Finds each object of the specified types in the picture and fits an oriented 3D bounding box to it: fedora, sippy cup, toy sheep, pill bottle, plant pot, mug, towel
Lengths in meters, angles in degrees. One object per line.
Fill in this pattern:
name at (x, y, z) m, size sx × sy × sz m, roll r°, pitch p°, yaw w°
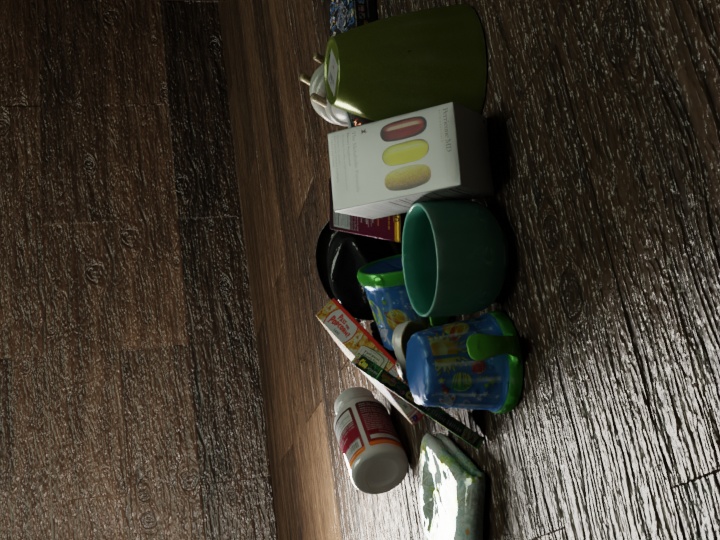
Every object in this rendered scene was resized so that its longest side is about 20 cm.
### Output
fedora at (0.000, 0.000, 1.614) m, size 0.092 × 0.197 × 0.204 m, roll -53°, pitch -33°, yaw -68°
sippy cup at (0.073, 0.051, 1.471) m, size 0.178 × 0.137 × 0.133 m, roll -57°, pitch -44°, yaw -75°
toy sheep at (-0.037, -0.341, 1.803) m, size 0.201 × 0.136 × 0.139 m, roll -110°, pitch 23°, yaw -49°
sippy cup at (0.132, 0.127, 1.265) m, size 0.140 × 0.128 × 0.180 m, roll -114°, pitch 26°, yaw -51°
pill bottle at (0.013, 0.315, 1.789) m, size 0.201 × 0.111 × 0.115 m, roll -115°, pitch 26°, yaw -55°
plant pot at (0.053, -0.281, 1.342) m, size 0.187 × 0.197 × 0.191 m, roll 176°, pitch 90°, yaw -75°
mug at (0.127, -0.025, 1.283) m, size 0.186 × 0.112 × 0.154 m, roll -114°, pitch 25°, yaw -55°
towel at (0.138, 0.361, 1.452) m, size 0.200 × 0.047 × 0.174 m, roll -144°, pitch 52°, yaw -71°

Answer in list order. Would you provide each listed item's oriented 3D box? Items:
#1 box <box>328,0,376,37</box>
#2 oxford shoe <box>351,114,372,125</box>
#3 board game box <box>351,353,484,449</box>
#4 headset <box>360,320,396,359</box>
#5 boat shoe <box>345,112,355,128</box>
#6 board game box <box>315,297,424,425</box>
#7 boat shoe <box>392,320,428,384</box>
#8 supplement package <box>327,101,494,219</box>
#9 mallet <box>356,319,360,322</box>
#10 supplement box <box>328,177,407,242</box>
box at (-0.019, -0.510, 1.855) m, size 0.200 × 0.049 × 0.202 m, roll 166°, pitch 100°, yaw -74°
oxford shoe at (0.022, -0.242, 1.596) m, size 0.071 × 0.071 × 0.203 m, roll 123°, pitch 135°, yaw -69°
board game box at (0.082, 0.189, 1.369) m, size 0.024 × 0.199 × 0.105 m, roll -57°, pitch 22°, yaw -7°
headset at (0.058, 0.124, 1.705) m, size 0.201 × 0.093 × 0.125 m, roll 53°, pitch 147°, yaw 38°
boat shoe at (0.003, -0.307, 1.687) m, size 0.071 × 0.071 × 0.203 m, roll 126°, pitch 136°, yaw -57°
board game box at (0.021, 0.153, 1.579) m, size 0.200 × 0.046 × 0.152 m, roll 43°, pitch 172°, yaw 34°
boat shoe at (0.081, 0.138, 1.393) m, size 0.069 × 0.071 × 0.201 m, roll 16°, pitch 152°, yaw 36°
supplement package at (0.068, -0.146, 1.291) m, size 0.197 × 0.109 × 0.116 m, roll -10°, pitch 82°, yaw 31°
mallet at (0.016, 0.030, 1.715) m, size 0.202 × 0.041 × 0.066 m, roll -64°, pitch 17°, yaw 5°
supplement box at (0.046, -0.100, 1.478) m, size 0.199 × 0.109 × 0.087 m, roll 14°, pitch 107°, yaw 56°
